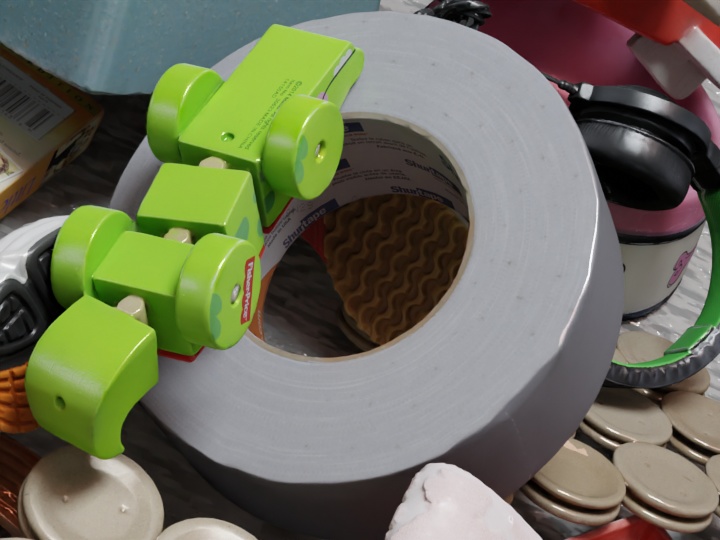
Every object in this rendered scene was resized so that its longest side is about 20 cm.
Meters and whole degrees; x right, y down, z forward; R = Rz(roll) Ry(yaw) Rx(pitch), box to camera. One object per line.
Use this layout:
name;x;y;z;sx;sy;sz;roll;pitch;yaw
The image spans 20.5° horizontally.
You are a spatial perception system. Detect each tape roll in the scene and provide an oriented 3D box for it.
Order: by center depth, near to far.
tape roll;0.000;0.000;0.779;0.199;0.066;0.201;-7;62;14

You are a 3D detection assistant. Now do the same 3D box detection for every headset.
headset;0.094;-0.039;0.900;0.123;0.094;0.200;-41;105;-22

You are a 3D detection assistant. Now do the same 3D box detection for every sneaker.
sneaker;-0.164;0.028;0.691;0.092;0.076;0.200;15;31;23
sneaker;0.012;-0.026;0.889;0.200;0.075;0.090;42;23;24

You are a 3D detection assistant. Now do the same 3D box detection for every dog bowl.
dog bowl;0.097;-0.071;1.011;0.199;0.074;0.201;19;41;-18

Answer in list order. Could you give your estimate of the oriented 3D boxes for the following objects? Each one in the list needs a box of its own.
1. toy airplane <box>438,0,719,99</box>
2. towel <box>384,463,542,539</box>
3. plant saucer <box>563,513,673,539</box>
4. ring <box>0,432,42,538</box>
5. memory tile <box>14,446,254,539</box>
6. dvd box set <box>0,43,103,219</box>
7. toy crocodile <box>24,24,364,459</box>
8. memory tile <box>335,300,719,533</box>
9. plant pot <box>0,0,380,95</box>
toy airplane;0.129;-0.171;0.964;0.200;0.142;0.199;34;17;23
towel;0.060;0.189;0.648;0.191;0.032;0.200;41;43;-14
plant saucer;0.096;0.201;0.754;0.199;0.037;0.200;-12;57;-41
ring;-0.159;0.124;0.672;0.199;0.019;0.201;19;40;-17
memory tile;-0.051;0.153;0.661;0.199;0.017;0.153;31;43;1
dvd box set;-0.216;-0.057;0.811;0.146;0.029;0.200;36;39;4
toy crocodile;-0.055;-0.018;0.725;0.067;0.062;0.200;12;49;20
memory tile;0.092;0.065;0.881;0.199;0.017;0.153;10;27;-26
plant pot;-0.091;-0.210;0.862;0.196;0.201;0.195;32;23;28
